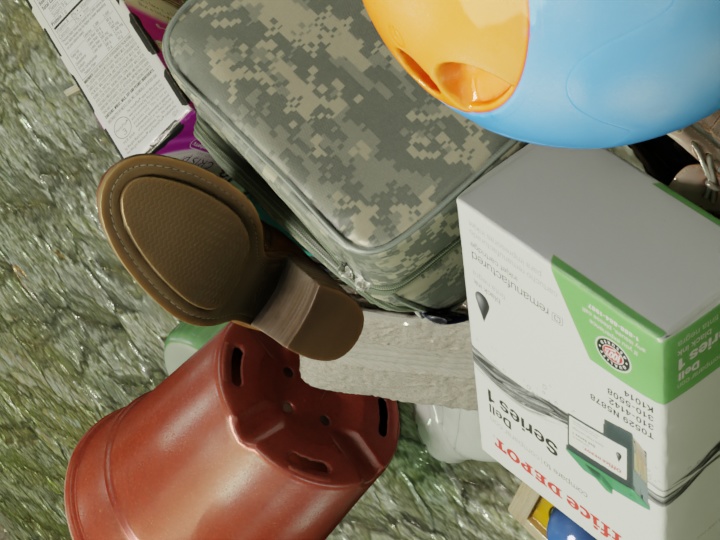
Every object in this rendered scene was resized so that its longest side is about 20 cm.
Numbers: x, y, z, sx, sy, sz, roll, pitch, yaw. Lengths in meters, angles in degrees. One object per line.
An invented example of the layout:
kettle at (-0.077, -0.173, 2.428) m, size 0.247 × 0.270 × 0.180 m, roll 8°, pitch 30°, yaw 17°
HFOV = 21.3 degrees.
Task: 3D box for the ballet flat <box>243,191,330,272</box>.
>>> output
ballet flat at (0.000, 0.000, 1.240) m, size 0.199 × 0.072 × 0.072 m, roll 16°, pitch 165°, yaw -18°

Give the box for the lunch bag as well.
lunch bag at (0.003, -0.075, 1.058) m, size 0.200 × 0.139 × 0.168 m, roll 45°, pitch 175°, yaw 18°

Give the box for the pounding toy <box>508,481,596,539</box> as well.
pounding toy at (0.193, 0.164, 1.142) m, size 0.200 × 0.142 × 0.184 m, roll 44°, pitch 157°, yaw 15°

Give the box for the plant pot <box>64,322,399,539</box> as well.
plant pot at (-0.082, 0.135, 1.379) m, size 0.201 × 0.201 × 0.195 m, roll 48°, pitch 132°, yaw 5°

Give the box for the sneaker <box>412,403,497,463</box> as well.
sneaker at (0.065, 0.057, 1.333) m, size 0.087 × 0.075 × 0.200 m, roll 6°, pitch 139°, yaw 43°

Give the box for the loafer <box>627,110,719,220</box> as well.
loafer at (0.156, -0.065, 0.966) m, size 0.200 × 0.063 × 0.072 m, roll 52°, pitch 156°, yaw -2°

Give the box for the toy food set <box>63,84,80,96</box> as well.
toy food set at (-0.153, -0.074, 1.518) m, size 0.200 × 0.060 × 0.143 m, roll 57°, pitch 156°, yaw -10°

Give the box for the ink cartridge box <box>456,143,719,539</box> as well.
ink cartridge box at (0.132, 0.047, 0.990) m, size 0.146 × 0.084 × 0.201 m, roll 37°, pitch 150°, yaw 36°

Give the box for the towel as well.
towel at (0.059, 0.052, 1.218) m, size 0.199 × 0.035 × 0.133 m, roll 7°, pitch 151°, yaw 1°

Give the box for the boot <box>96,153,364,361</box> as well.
boot at (-0.100, -0.026, 1.079) m, size 0.200 × 0.077 × 0.155 m, roll 26°, pitch -175°, yaw -42°

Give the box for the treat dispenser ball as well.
treat dispenser ball at (0.092, -0.150, 0.778) m, size 0.201 × 0.201 × 0.201 m, roll 40°, pitch 155°, yaw 23°

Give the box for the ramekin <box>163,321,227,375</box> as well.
ramekin at (-0.072, 0.097, 1.582) m, size 0.200 × 0.098 × 0.200 m, roll 40°, pitch 155°, yaw 23°

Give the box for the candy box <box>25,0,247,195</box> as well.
candy box at (-0.133, -0.143, 1.200) m, size 0.136 × 0.061 × 0.200 m, roll 14°, pitch -141°, yaw -59°
